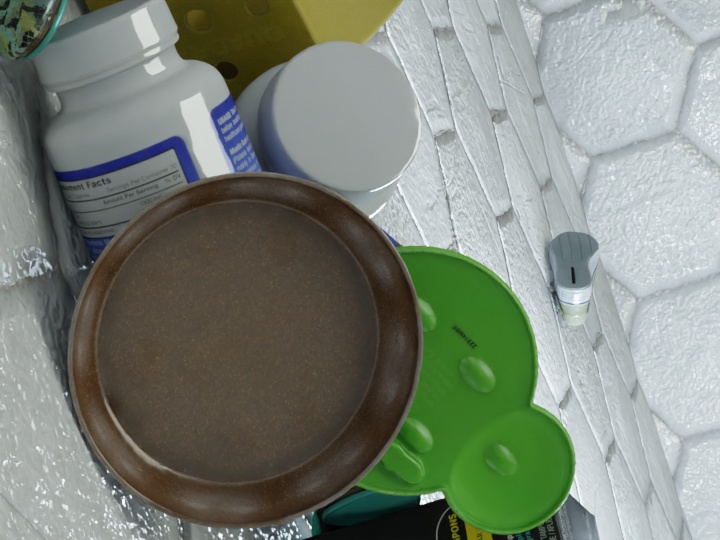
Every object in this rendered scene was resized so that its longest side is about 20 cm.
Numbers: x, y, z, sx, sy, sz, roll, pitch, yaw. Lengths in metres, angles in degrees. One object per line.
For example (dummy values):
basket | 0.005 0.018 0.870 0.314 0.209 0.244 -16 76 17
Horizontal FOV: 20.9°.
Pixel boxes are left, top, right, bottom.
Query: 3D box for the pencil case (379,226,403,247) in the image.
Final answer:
pencil case | 0.000 0.000 1.416 0.200 0.087 0.078 42 46 -4

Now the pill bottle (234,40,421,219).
pill bottle | -0.040 -0.067 1.238 0.200 0.113 0.113 145 -69 -66

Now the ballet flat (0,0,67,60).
ballet flat | -0.197 -0.193 1.113 0.200 0.074 0.074 -92 159 -52

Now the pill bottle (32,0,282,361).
pill bottle | -0.115 -0.053 1.131 0.112 0.112 0.200 -66 136 -69

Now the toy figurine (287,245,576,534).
toy figurine | 0.035 0.059 1.227 0.200 0.150 0.184 44 3 -14

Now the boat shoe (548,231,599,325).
boat shoe | 0.295 0.008 2.735 0.200 0.072 0.062 -71 166 -62

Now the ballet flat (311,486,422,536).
ballet flat | -0.001 0.146 1.302 0.200 0.067 0.070 108 -21 -62

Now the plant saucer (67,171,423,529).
plant saucer | -0.065 0.043 1.086 0.200 0.200 0.034 68 -12 -16

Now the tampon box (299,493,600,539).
tampon box | 0.058 0.236 1.252 0.126 0.200 0.150 45 29 -60

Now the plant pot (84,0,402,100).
plant pot | -0.088 -0.218 1.302 0.176 0.200 0.200 -76 147 -46
